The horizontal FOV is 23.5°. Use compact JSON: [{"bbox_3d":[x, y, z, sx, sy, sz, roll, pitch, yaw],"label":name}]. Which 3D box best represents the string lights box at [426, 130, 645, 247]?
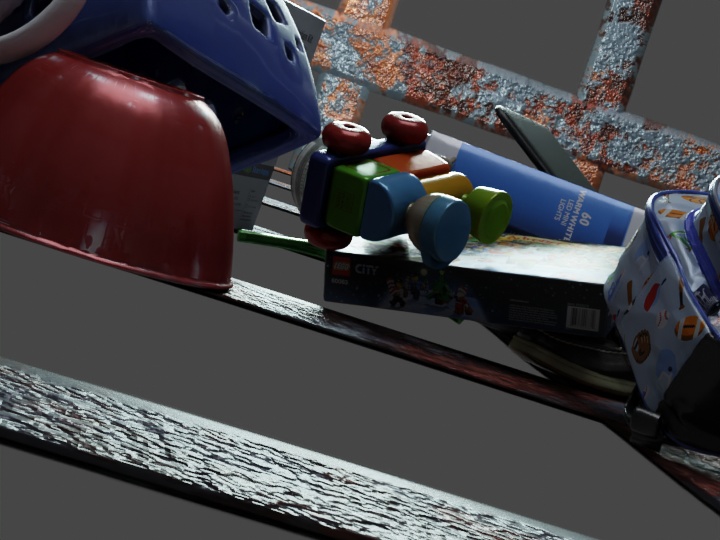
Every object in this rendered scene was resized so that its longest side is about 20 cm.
[{"bbox_3d":[0.132,-0.027,1.354,0.198,0.059,0.103,21,-27,3],"label":"string lights box"}]

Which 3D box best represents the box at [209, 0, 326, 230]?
[{"bbox_3d":[-0.102,-0.137,1.487,0.041,0.202,0.156,20,4,16],"label":"box"}]

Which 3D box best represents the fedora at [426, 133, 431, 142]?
[{"bbox_3d":[0.078,-0.055,1.538,0.200,0.091,0.176,40,-20,-32],"label":"fedora"}]

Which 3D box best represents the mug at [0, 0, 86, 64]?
[{"bbox_3d":[-0.248,-0.212,1.097,0.200,0.175,0.148,46,-7,26],"label":"mug"}]

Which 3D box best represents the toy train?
[{"bbox_3d":[0.058,-0.054,1.206,0.115,0.085,0.199,24,22,31],"label":"toy train"}]

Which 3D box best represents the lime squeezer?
[{"bbox_3d":[0.000,0.000,1.398,0.198,0.038,0.071,21,36,15],"label":"lime squeezer"}]

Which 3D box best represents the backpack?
[{"bbox_3d":[0.240,0.026,1.054,0.198,0.155,0.191,17,23,-25],"label":"backpack"}]

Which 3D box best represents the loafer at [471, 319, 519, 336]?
[{"bbox_3d":[0.093,0.007,1.429,0.199,0.064,0.072,20,5,20],"label":"loafer"}]

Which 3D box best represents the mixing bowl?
[{"bbox_3d":[-0.158,-0.071,1.071,0.198,0.109,0.200,18,5,-2],"label":"mixing bowl"}]

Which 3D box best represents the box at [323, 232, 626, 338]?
[{"bbox_3d":[0.089,0.002,1.218,0.198,0.038,0.137,7,13,17],"label":"box"}]

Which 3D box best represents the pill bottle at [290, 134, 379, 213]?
[{"bbox_3d":[-0.014,-0.089,1.814,0.112,0.114,0.200,18,5,-10],"label":"pill bottle"}]

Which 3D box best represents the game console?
[{"bbox_3d":[0.167,-0.039,1.560,0.116,0.177,0.200,20,5,18],"label":"game console"}]

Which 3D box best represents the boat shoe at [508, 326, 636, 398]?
[{"bbox_3d":[0.192,0.056,1.240,0.199,0.065,0.073,14,8,-35],"label":"boat shoe"}]

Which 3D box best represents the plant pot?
[{"bbox_3d":[-0.160,-0.178,1.229,0.199,0.181,0.200,-16,-28,29],"label":"plant pot"}]

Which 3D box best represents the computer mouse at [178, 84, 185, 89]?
[{"bbox_3d":[-0.189,-0.119,1.480,0.138,0.053,0.200,14,37,33],"label":"computer mouse"}]
